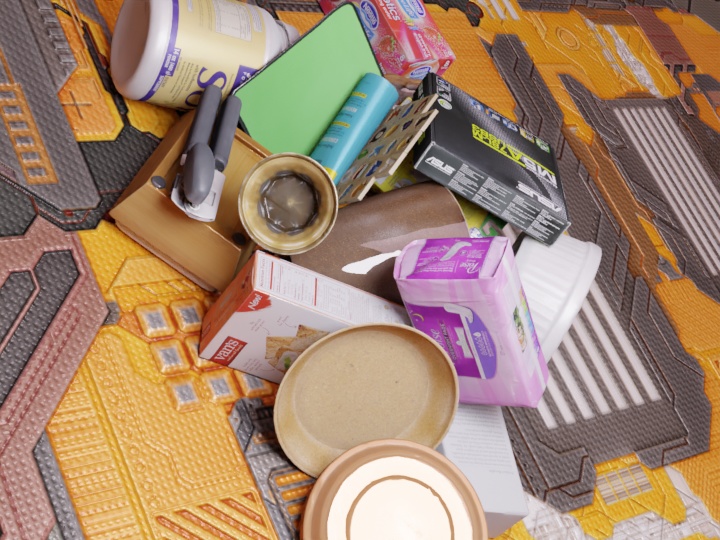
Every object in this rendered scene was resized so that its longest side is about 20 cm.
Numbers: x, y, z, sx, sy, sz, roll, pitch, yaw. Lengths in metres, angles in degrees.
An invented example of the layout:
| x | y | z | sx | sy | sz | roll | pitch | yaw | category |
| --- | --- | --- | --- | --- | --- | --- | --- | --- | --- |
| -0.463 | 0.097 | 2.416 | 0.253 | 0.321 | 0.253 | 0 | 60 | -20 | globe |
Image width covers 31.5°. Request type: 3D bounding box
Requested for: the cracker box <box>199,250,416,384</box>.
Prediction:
| x | y | z | sx | sy | sz | roll | pitch | yaw | category |
| --- | --- | --- | --- | --- | --- | --- | --- | --- | --- |
| -0.056 | 0.068 | 1.375 | 0.199 | 0.134 | 0.058 | 21 | 46 | -22 | cracker box |

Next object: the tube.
| x | y | z | sx | sy | sz | roll | pitch | yaw | category |
| --- | --- | --- | --- | --- | --- | --- | --- | --- | --- |
| -0.027 | -0.147 | 1.548 | 0.050 | 0.077 | 0.201 | 41 | 73 | -28 | tube |

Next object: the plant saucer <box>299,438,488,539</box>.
| x | y | z | sx | sy | sz | roll | pitch | yaw | category |
| --- | --- | --- | --- | --- | --- | --- | --- | --- | --- |
| 0.037 | 0.270 | 1.306 | 0.198 | 0.032 | 0.202 | 5 | 68 | -12 | plant saucer |

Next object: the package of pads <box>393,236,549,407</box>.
| x | y | z | sx | sy | sz | roll | pitch | yaw | category |
| --- | --- | --- | --- | --- | --- | --- | --- | --- | --- |
| 0.119 | 0.058 | 1.356 | 0.076 | 0.120 | 0.201 | -64 | 143 | -42 | package of pads |

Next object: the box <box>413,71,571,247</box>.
| x | y | z | sx | sy | sz | roll | pitch | yaw | category |
| --- | --- | --- | --- | --- | --- | --- | --- | --- | --- |
| 0.154 | -0.137 | 1.539 | 0.199 | 0.048 | 0.194 | 29 | 27 | -15 | box |

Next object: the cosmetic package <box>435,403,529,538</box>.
| x | y | z | sx | sy | sz | roll | pitch | yaw | category |
| --- | --- | --- | --- | --- | --- | --- | --- | --- | --- |
| 0.110 | 0.195 | 1.447 | 0.101 | 0.071 | 0.201 | 10 | 52 | -31 | cosmetic package |

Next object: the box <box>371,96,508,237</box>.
| x | y | z | sx | sy | sz | roll | pitch | yaw | category |
| --- | --- | --- | --- | --- | --- | --- | --- | --- | --- |
| 0.096 | -0.108 | 1.600 | 0.200 | 0.048 | 0.117 | 42 | 83 | 8 | box |

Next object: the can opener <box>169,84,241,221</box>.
| x | y | z | sx | sy | sz | roll | pitch | yaw | category |
| --- | --- | --- | --- | --- | --- | --- | --- | --- | --- |
| -0.160 | -0.136 | 1.388 | 0.053 | 0.067 | 0.201 | 26 | 44 | -19 | can opener |

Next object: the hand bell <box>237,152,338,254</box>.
| x | y | z | sx | sy | sz | roll | pitch | yaw | category |
| --- | --- | --- | --- | --- | --- | --- | --- | --- | --- |
| -0.074 | -0.077 | 1.410 | 0.104 | 0.104 | 0.200 | 40 | 4 | -3 | hand bell |

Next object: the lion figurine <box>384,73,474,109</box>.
| x | y | z | sx | sy | sz | roll | pitch | yaw | category |
| --- | --- | --- | --- | --- | --- | --- | --- | --- | --- |
| 0.073 | -0.235 | 1.723 | 0.199 | 0.073 | 0.122 | 19 | 10 | -41 | lion figurine |

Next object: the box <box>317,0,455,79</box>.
| x | y | z | sx | sy | sz | roll | pitch | yaw | category |
| --- | --- | --- | --- | --- | --- | --- | --- | --- | --- |
| 0.034 | -0.345 | 1.804 | 0.099 | 0.096 | 0.201 | -8 | 63 | -42 | box |

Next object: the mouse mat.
| x | y | z | sx | sy | sz | roll | pitch | yaw | category |
| --- | --- | --- | --- | --- | --- | --- | --- | --- | --- |
| -0.057 | -0.211 | 1.549 | 0.200 | 0.161 | 0.008 | -42 | 45 | -16 | mouse mat |

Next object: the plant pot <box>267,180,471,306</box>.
| x | y | z | sx | sy | sz | roll | pitch | yaw | category |
| --- | --- | --- | --- | --- | --- | --- | --- | --- | --- |
| 0.000 | 0.000 | 1.463 | 0.198 | 0.187 | 0.188 | -7 | 61 | -24 | plant pot |

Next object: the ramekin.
| x | y | z | sx | sy | sz | roll | pitch | yaw | category |
| --- | --- | --- | --- | --- | --- | --- | --- | --- | --- |
| 0.205 | 0.038 | 1.563 | 0.094 | 0.203 | 0.203 | 29 | 43 | 1 | ramekin |

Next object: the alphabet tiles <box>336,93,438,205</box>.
| x | y | z | sx | sy | sz | roll | pitch | yaw | category |
| --- | --- | --- | --- | --- | --- | --- | --- | --- | --- |
| 0.013 | -0.138 | 1.522 | 0.006 | 0.200 | 0.167 | 44 | 68 | -19 | alphabet tiles |

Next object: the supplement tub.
| x | y | z | sx | sy | sz | roll | pitch | yaw | category |
| --- | --- | --- | --- | --- | --- | --- | --- | --- | --- |
| -0.184 | -0.258 | 1.531 | 0.199 | 0.145 | 0.146 | 10 | 51 | -31 | supplement tub |

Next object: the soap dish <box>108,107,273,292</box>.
| x | y | z | sx | sy | sz | roll | pitch | yaw | category |
| --- | --- | --- | --- | --- | --- | --- | --- | --- | --- |
| -0.172 | -0.087 | 1.451 | 0.157 | 0.081 | 0.201 | 35 | 42 | -9 | soap dish |

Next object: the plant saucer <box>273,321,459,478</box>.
| x | y | z | sx | sy | sz | roll | pitch | yaw | category |
| --- | --- | --- | --- | --- | --- | --- | --- | --- | --- |
| 0.004 | 0.134 | 1.344 | 0.199 | 0.201 | 0.036 | 21 | 21 | -23 | plant saucer |
